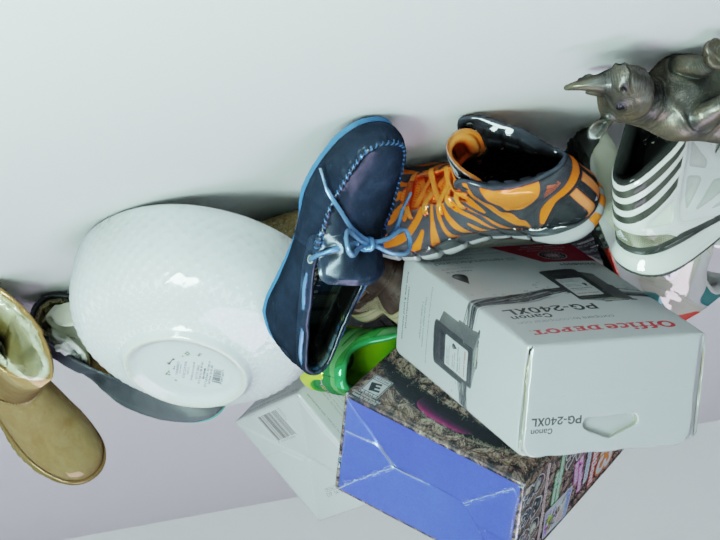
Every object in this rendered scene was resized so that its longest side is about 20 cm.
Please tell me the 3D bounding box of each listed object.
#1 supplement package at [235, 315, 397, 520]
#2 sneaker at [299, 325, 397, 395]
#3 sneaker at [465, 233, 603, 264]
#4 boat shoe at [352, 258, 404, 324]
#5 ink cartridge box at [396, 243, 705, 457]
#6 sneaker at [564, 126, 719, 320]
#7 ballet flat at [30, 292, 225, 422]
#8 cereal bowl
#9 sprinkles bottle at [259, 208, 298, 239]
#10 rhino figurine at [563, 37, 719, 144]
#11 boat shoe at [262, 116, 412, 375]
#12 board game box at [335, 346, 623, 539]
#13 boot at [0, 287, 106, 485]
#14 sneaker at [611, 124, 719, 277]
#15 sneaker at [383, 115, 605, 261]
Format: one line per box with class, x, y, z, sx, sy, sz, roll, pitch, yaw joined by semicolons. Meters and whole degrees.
supplement package;0.012;0.101;1.908;0.200;0.120;0.121;-46;-170;-33
sneaker;0.047;0.072;1.804;0.199;0.075;0.083;-13;-159;-26
sneaker;0.103;-0.035;1.682;0.199;0.075;0.080;14;174;-26
boat shoe;0.000;0.000;1.742;0.072;0.072;0.200;28;179;-18
ink cartridge box;0.133;0.052;1.552;0.144;0.084;0.200;-3;-160;-25
sneaker;0.218;-0.039;1.618;0.093;0.071;0.200;-24;127;2
ballet flat;-0.195;0.065;1.763;0.199;0.074;0.073;23;-171;34
cereal bowl;-0.124;0.042;1.616;0.198;0.084;0.201;6;144;5
sprinkles bottle;-0.084;-0.002;1.676;0.199;0.069;0.068;-17;166;32
rhino figurine;0.217;-0.114;1.422;0.199;0.060;0.087;-1;168;-28
boat shoe;-0.005;-0.013;1.494;0.084;0.069;0.201;-8;136;-27
board game box;0.102;0.113;1.670;0.159;0.097;0.200;25;-139;23
boot;-0.272;0.099;1.798;0.066;0.175;0.200;-47;-179;-17
sneaker;0.254;-0.090;1.529;0.200;0.076;0.116;-35;136;-24
sneaker;0.065;-0.065;1.529;0.199;0.078;0.112;-8;154;24
